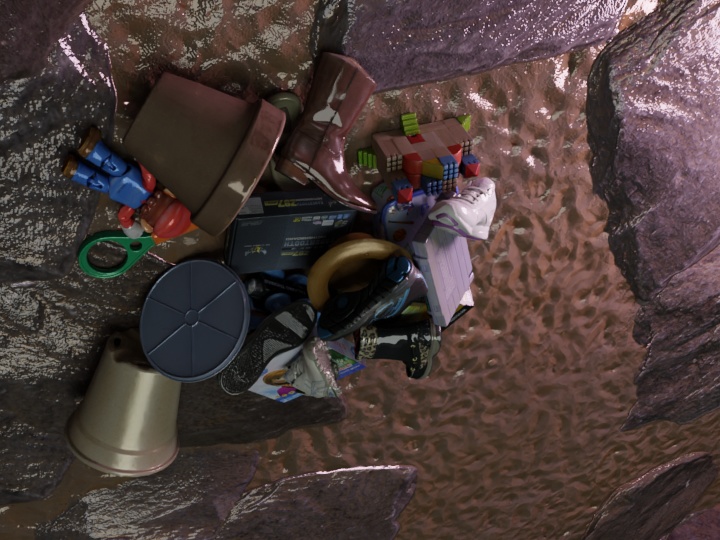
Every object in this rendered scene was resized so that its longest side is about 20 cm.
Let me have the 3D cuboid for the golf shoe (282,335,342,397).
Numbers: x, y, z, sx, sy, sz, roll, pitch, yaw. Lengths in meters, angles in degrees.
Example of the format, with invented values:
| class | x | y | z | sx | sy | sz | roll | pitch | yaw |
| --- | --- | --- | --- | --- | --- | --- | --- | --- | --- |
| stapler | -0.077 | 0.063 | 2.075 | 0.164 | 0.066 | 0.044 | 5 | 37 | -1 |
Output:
| class | x | y | z | sx | sy | sz | roll | pitch | yaw |
| --- | --- | --- | --- | --- | --- | --- | --- | --- | --- |
| golf shoe | -0.090 | 0.177 | 1.326 | 0.095 | 0.080 | 0.201 | -9 | 150 | 2 |

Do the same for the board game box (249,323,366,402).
| class | x | y | z | sx | sy | sz | roll | pitch | yaw |
| --- | --- | --- | --- | --- | --- | --- | --- | --- | --- |
| board game box | -0.119 | 0.173 | 1.422 | 0.198 | 0.042 | 0.199 | -26 | 149 | 20 |

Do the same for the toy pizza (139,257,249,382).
| class | x | y | z | sx | sy | sz | roll | pitch | yaw |
| --- | --- | --- | --- | --- | --- | --- | --- | --- | --- |
| toy pizza | -0.266 | 0.080 | 1.245 | 0.198 | 0.202 | 0.032 | -33 | 158 | 6 |

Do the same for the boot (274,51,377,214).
| class | x | y | z | sx | sy | sz | roll | pitch | yaw |
| --- | --- | --- | --- | --- | --- | --- | --- | --- | --- |
| boot | -0.013 | -0.204 | 1.150 | 0.184 | 0.064 | 0.203 | 24 | 92 | -28 |

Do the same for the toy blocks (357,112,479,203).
| class | x | y | z | sx | sy | sz | roll | pitch | yaw |
| --- | --- | --- | --- | --- | --- | --- | --- | --- | --- |
| toy blocks | 0.109 | -0.174 | 1.223 | 0.196 | 0.138 | 0.101 | -13 | 133 | -13 |

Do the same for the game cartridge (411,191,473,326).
| class | x | y | z | sx | sy | sz | roll | pitch | yaw |
| --- | --- | --- | --- | --- | --- | --- | --- | --- | --- |
| game cartridge | 0.139 | -0.016 | 1.296 | 0.130 | 0.038 | 0.202 | -52 | 141 | -31 |

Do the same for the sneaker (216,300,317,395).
| class | x | y | z | sx | sy | sz | roll | pitch | yaw |
| --- | --- | --- | --- | --- | --- | --- | --- | --- | --- |
| sneaker | -0.166 | 0.121 | 1.291 | 0.199 | 0.120 | 0.084 | -40 | 108 | -17 |

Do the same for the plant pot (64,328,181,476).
| class | x | y | z | sx | sy | sz | roll | pitch | yaw |
| --- | --- | --- | --- | --- | --- | --- | --- | --- | --- |
| plant pot | -0.385 | 0.210 | 1.312 | 0.197 | 0.201 | 0.186 | 9 | 114 | -29 |

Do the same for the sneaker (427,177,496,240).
| class | x | y | z | sx | sy | sz | roll | pitch | yaw |
| --- | --- | --- | --- | --- | --- | --- | --- | --- | --- |
| sneaker | 0.162 | -0.103 | 1.197 | 0.199 | 0.074 | 0.101 | 1 | 111 | -69 |

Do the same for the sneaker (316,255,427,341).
| class | x | y | z | sx | sy | sz | roll | pitch | yaw |
| --- | --- | --- | --- | --- | --- | --- | --- | --- | --- |
| sneaker | 0.019 | 0.061 | 1.229 | 0.198 | 0.074 | 0.082 | -33 | 137 | 18 |

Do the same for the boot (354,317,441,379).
| class | x | y | z | sx | sy | sz | roll | pitch | yaw |
| --- | --- | --- | --- | --- | --- | --- | --- | --- | --- |
| boot | 0.060 | 0.144 | 1.419 | 0.151 | 0.075 | 0.204 | -1 | 152 | -8 |

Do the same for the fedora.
| class | x | y | z | sx | sy | sz | roll | pitch | yaw |
| --- | --- | --- | --- | --- | --- | --- | --- | --- | --- |
| fedora | 0.000 | 0.000 | 1.276 | 0.197 | 0.083 | 0.203 | -8 | 137 | -8 |

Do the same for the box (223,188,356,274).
| class | x | y | z | sx | sy | sz | roll | pitch | yaw |
| --- | --- | --- | --- | --- | --- | --- | --- | --- | --- |
| box | -0.117 | -0.062 | 1.249 | 0.196 | 0.052 | 0.158 | -5 | 149 | -20 |

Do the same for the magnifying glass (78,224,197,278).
| class | x | y | z | sx | sy | sz | roll | pitch | yaw |
| --- | --- | --- | --- | --- | --- | --- | --- | --- | --- |
| magnifying glass | -0.347 | -0.045 | 1.215 | 0.197 | 0.023 | 0.080 | -20 | 133 | -4 |

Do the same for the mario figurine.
| class | x | y | z | sx | sy | sz | roll | pitch | yaw |
| --- | --- | --- | --- | --- | --- | --- | --- | --- | --- |
| mario figurine | -0.332 | -0.123 | 1.132 | 0.199 | 0.107 | 0.122 | 37 | 145 | -30 |

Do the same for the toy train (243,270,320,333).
| class | x | y | z | sx | sy | sz | roll | pitch | yaw |
| --- | --- | --- | --- | --- | --- | --- | --- | --- | --- |
| toy train | -0.127 | 0.066 | 1.365 | 0.198 | 0.088 | 0.114 | 18 | 129 | -37 |

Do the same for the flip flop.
| class | x | y | z | sx | sy | sz | roll | pitch | yaw |
| --- | --- | --- | --- | --- | --- | --- | --- | --- | --- |
| flip flop | -0.100 | -0.178 | 1.181 | 0.080 | 0.058 | 0.202 | -17 | 134 | -9 |

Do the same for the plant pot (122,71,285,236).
| class | x | y | z | sx | sy | sz | roll | pitch | yaw |
| --- | --- | --- | --- | --- | --- | --- | --- | --- | --- |
| plant pot | -0.223 | -0.175 | 1.055 | 0.173 | 0.201 | 0.201 | 31 | 113 | -20 |

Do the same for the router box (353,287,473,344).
| class | x | y | z | sx | sy | sz | roll | pitch | yaw |
| --- | --- | --- | --- | --- | --- | --- | --- | --- | --- |
| router box | 0.094 | 0.083 | 1.444 | 0.155 | 0.053 | 0.200 | 4 | 150 | -26 |

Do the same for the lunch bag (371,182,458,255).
| class | x | y | z | sx | sy | sz | roll | pitch | yaw |
| --- | --- | --- | --- | --- | --- | --- | --- | --- | --- |
| lunch bag | 0.102 | -0.082 | 1.344 | 0.158 | 0.076 | 0.202 | -18 | 134 | -12 |
